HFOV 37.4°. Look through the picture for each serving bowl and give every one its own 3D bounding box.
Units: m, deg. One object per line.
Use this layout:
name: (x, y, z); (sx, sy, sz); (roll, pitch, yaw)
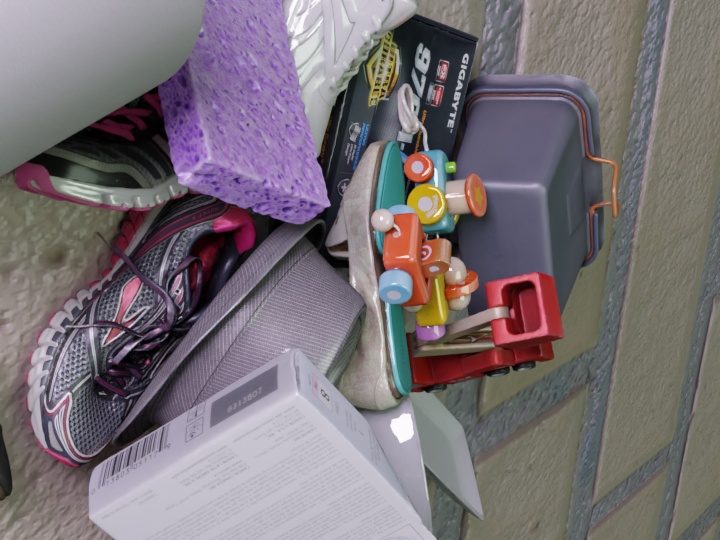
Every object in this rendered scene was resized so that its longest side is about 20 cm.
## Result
serving bowl: (0.004, 0.145, 0.862); (0.065, 0.201, 0.202); (-9, 121, -6)

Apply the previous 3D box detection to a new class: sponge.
sponge: (-0.079, -0.131, 0.628); (0.111, 0.030, 0.202); (18, 51, -54)

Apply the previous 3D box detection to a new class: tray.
tray: (0.067, 0.162, 1.020); (0.200, 0.022, 0.108); (50, 25, -50)

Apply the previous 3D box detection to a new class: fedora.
fedora: (-0.064, 0.064, 0.708); (0.201, 0.090, 0.177); (-52, 175, -2)

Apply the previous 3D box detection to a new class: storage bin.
storage bin: (0.149, -0.048, 0.934); (0.135, 0.144, 0.202); (-64, 150, -45)

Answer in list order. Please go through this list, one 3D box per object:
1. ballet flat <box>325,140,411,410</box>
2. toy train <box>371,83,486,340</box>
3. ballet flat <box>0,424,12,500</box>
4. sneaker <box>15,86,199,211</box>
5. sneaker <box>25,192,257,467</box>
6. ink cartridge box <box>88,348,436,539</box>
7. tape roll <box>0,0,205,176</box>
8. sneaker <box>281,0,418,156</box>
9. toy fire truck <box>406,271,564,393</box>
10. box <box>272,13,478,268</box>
ballet flat: (0.000, 0.000, 0.777); (0.067, 0.062, 0.203); (34, 52, -66)
toy train: (0.056, -0.037, 0.770); (0.151, 0.055, 0.202); (70, 21, -46)
ballet flat: (-0.242, 0.058, 0.571); (0.069, 0.067, 0.201); (-63, 145, -24)
sneaker: (-0.127, -0.091, 0.650); (0.199, 0.073, 0.089); (-19, 119, -52)
sneaker: (-0.141, 0.032, 0.681); (0.081, 0.074, 0.202); (40, 73, -52)
ink cartridge box: (-0.046, 0.160, 0.669); (0.161, 0.057, 0.200); (-31, 124, 16)
tape roll: (-0.181, -0.141, 0.446); (0.139, 0.201, 0.205); (-39, 134, -35)
sneaker: (-0.013, -0.167, 0.726); (0.078, 0.098, 0.203); (-52, 152, -73)
toy fire truck: (0.088, 0.057, 0.868); (0.140, 0.198, 0.049); (13, 64, -54)
box: (0.014, -0.103, 0.846); (0.158, 0.046, 0.203); (2, 103, -53)
